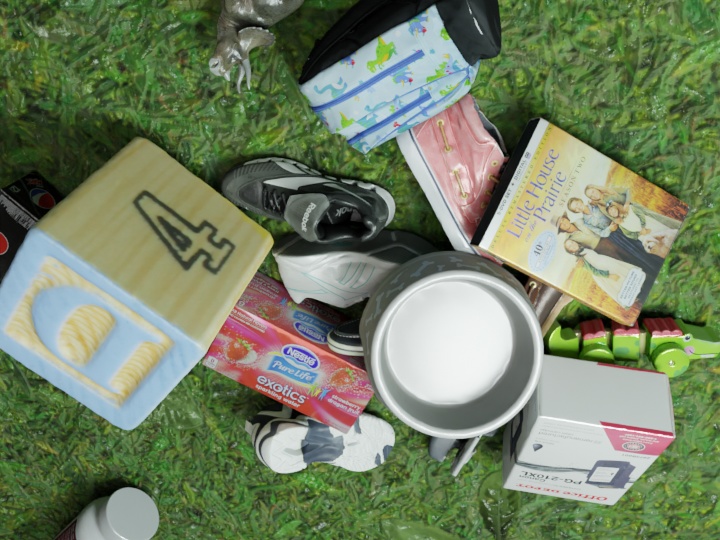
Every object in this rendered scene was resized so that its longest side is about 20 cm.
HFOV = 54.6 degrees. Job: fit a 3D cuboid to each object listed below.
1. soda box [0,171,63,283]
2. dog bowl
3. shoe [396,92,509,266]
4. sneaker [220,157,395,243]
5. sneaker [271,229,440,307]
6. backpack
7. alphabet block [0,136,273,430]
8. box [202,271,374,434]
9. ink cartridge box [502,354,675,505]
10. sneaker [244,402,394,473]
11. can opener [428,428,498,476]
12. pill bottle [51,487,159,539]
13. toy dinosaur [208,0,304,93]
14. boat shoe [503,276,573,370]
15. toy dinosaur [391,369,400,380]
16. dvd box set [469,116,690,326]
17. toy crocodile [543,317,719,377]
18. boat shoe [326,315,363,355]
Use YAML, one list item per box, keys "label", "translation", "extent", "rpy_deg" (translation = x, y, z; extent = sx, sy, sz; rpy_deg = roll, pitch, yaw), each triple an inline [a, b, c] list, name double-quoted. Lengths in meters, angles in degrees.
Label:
- label: "soda box"
  translation: [-0.444, -0.026, 0.855]
  extent: [0.200, 0.071, 0.063]
  rpy_deg: [-40, 104, 23]
- label: "dog bowl"
  translation: [0.097, 0.082, 0.726]
  extent: [0.200, 0.059, 0.200]
  rpy_deg: [0, 99, -1]
- label: "shoe"
  translation: [0.125, -0.087, 0.746]
  extent: [0.091, 0.071, 0.200]
  rpy_deg: [-26, 107, 22]
- label: "sneaker"
  translation: [-0.062, -0.074, 0.767]
  extent: [0.200, 0.091, 0.067]
  rpy_deg: [13, 117, 2]
- label: "sneaker"
  translation: [0.000, 0.000, 0.815]
  extent: [0.200, 0.070, 0.080]
  rpy_deg: [1, 123, 15]
- label: "backpack"
  translation: [0.033, -0.203, 0.658]
  extent: [0.200, 0.163, 0.154]
  rpy_deg: [-14, 128, 22]
- label: "alphabet block"
  translation: [-0.246, 0.013, 0.758]
  extent: [0.196, 0.200, 0.195]
  rpy_deg: [39, 126, -13]
- label: "box"
  translation: [-0.075, 0.098, 0.852]
  extent: [0.200, 0.096, 0.100]
  rpy_deg: [28, 116, -6]
- label: "ink cartridge box"
  translation: [0.257, 0.193, 0.820]
  extent: [0.145, 0.084, 0.200]
  rpy_deg: [8, 142, 4]
- label: "sneaker"
  translation: [-0.062, 0.211, 0.926]
  extent: [0.199, 0.130, 0.080]
  rpy_deg: [-2, 102, -33]
- label: "can opener"
  translation: [0.147, 0.176, 0.884]
  extent: [0.067, 0.053, 0.200]
  rpy_deg: [26, 114, 4]
- label: "pill bottle"
  translation: [-0.393, 0.413, 1.046]
  extent: [0.113, 0.113, 0.200]
  rpy_deg: [41, 115, -13]
- label: "toy dinosaur"
  translation: [-0.093, -0.286, 0.687]
  extent: [0.102, 0.077, 0.200]
  rpy_deg: [38, 111, -24]
- label: "boat shoe"
  translation: [0.187, 0.042, 0.791]
  extent: [0.070, 0.070, 0.200]
  rpy_deg: [33, 95, 1]
- label: "toy dinosaur"
  translation: [0.070, 0.123, 0.857]
  extent: [0.060, 0.200, 0.106]
  rpy_deg: [41, 92, 32]
- label: "dvd box set"
  translation: [0.231, -0.048, 0.726]
  extent: [0.200, 0.029, 0.146]
  rpy_deg: [27, 90, -14]
- label: "toy crocodile"
  translation: [0.311, 0.080, 0.806]
  extent: [0.200, 0.068, 0.062]
  rpy_deg: [-2, 117, 9]
- label: "boat shoe"
  translation: [0.056, 0.048, 0.807]
  extent: [0.200, 0.075, 0.062]
  rpy_deg: [-14, 110, -7]
